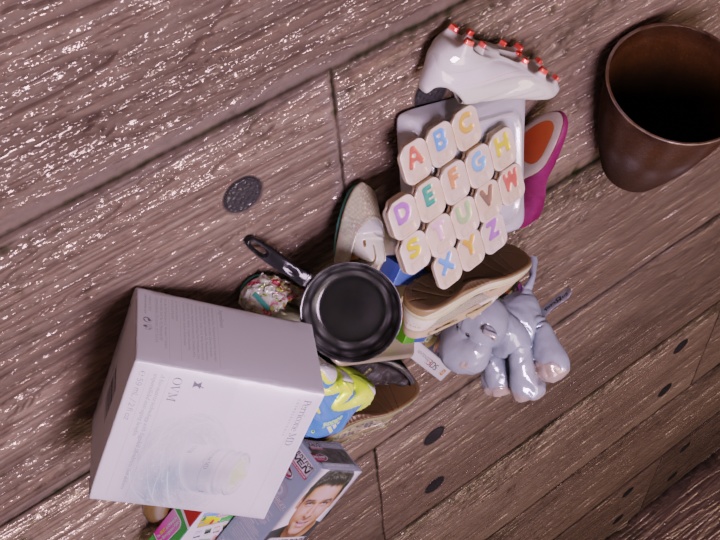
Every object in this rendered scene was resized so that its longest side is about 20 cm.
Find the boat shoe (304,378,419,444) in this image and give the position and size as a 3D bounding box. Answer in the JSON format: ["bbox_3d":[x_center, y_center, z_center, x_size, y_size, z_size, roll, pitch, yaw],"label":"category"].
[{"bbox_3d":[-0.007,0.208,1.362,0.199,0.073,0.063,-21,148,-14],"label":"boat shoe"}]

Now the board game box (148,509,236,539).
[{"bbox_3d":[-0.181,0.322,1.274,0.200,0.040,0.153,-52,147,12],"label":"board game box"}]

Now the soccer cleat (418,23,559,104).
[{"bbox_3d":[0.145,-0.218,1.042,0.199,0.069,0.078,6,129,-41],"label":"soccer cleat"}]

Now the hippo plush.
[{"bbox_3d":[0.202,0.097,1.302,0.161,0.159,0.200,8,122,-51],"label":"hippo plush"}]

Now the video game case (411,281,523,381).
[{"bbox_3d":[0.151,0.065,1.392,0.200,0.036,0.181,-45,148,2],"label":"video game case"}]

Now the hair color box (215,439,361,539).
[{"bbox_3d":[-0.100,0.325,1.271,0.200,0.061,0.099,-52,146,12],"label":"hair color box"}]

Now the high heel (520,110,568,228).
[{"bbox_3d":[0.238,-0.134,1.231,0.096,0.068,0.200,-6,147,-33],"label":"high heel"}]

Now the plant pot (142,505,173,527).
[{"bbox_3d":[-0.203,0.293,1.280,0.200,0.027,0.200,-29,145,-22],"label":"plant pot"}]

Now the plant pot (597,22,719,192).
[{"bbox_3d":[0.398,-0.196,1.256,0.187,0.187,0.200,-33,160,-15],"label":"plant pot"}]

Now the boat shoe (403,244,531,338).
[{"bbox_3d":[0.133,0.025,1.172,0.200,0.072,0.065,-26,141,-31],"label":"boat shoe"}]

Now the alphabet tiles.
[{"bbox_3d":[0.113,-0.082,1.076,0.200,0.015,0.196,-35,124,-23],"label":"alphabet tiles"}]

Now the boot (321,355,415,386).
[{"bbox_3d":[-0.031,0.164,1.290,0.174,0.069,0.200,-46,138,7],"label":"boot"}]

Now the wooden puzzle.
[{"bbox_3d":[0.057,0.029,1.188,0.185,0.046,0.201,1,113,-53],"label":"wooden puzzle"}]

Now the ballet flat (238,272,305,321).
[{"bbox_3d":[-0.073,0.059,1.119,0.076,0.064,0.200,-50,147,12],"label":"ballet flat"}]

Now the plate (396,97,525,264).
[{"bbox_3d":[0.133,-0.112,1.115,0.199,0.032,0.200,-22,120,-31],"label":"plate"}]

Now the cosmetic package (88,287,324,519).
[{"bbox_3d":[-0.169,0.148,0.995,0.199,0.123,0.200,12,123,-22],"label":"cosmetic package"}]

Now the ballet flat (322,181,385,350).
[{"bbox_3d":[0.000,0.000,1.076,0.067,0.062,0.201,-4,110,-55],"label":"ballet flat"}]

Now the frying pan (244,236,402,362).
[{"bbox_3d":[-0.047,0.037,1.036,0.031,0.189,0.115,-76,-179,-78],"label":"frying pan"}]

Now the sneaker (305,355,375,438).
[{"bbox_3d":[-0.065,0.157,1.152,0.200,0.076,0.105,30,93,-43],"label":"sneaker"}]
